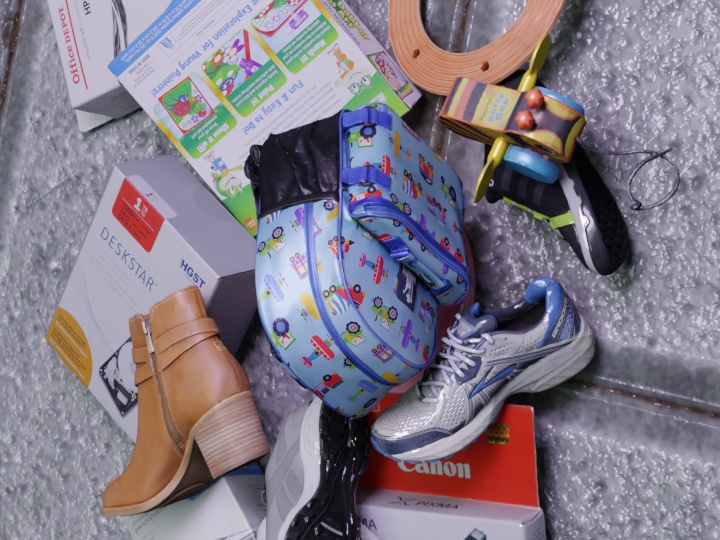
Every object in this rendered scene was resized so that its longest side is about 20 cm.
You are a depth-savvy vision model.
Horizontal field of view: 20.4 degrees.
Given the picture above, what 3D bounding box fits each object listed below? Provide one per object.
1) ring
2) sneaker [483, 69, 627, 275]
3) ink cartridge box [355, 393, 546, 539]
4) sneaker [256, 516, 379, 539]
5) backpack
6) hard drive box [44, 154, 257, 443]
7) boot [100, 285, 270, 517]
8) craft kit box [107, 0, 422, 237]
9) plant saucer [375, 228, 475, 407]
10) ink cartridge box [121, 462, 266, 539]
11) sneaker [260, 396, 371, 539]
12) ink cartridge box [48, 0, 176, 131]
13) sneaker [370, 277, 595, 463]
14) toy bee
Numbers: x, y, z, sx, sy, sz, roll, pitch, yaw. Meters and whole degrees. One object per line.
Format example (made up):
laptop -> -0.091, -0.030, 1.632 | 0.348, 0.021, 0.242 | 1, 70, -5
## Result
ring -> 0.101, -0.237, 1.641 | 0.199, 0.019, 0.202 | -19, 62, 38
sneaker -> 0.143, -0.067, 1.598 | 0.083, 0.072, 0.201 | -36, 58, 20
ink cartridge box -> 0.053, 0.192, 1.618 | 0.198, 0.043, 0.175 | 3, 107, 32
sneaker -> -0.012, 0.255, 1.599 | 0.199, 0.088, 0.076 | 26, 118, 24
backpack -> 0.000, 0.000, 1.528 | 0.134, 0.183, 0.202 | -20, 48, 26
hard drive box -> -0.178, 0.027, 1.753 | 0.156, 0.076, 0.201 | 44, 125, 27
boot -> -0.167, 0.113, 1.672 | 0.199, 0.073, 0.156 | -29, 81, 34
craft kit box -> -0.082, -0.161, 1.700 | 0.199, 0.049, 0.198 | -36, 95, 29
plant saucer -> 0.014, 0.014, 1.681 | 0.199, 0.051, 0.203 | -3, 85, 32
ink cartridge box -> -0.111, 0.261, 1.727 | 0.116, 0.068, 0.201 | -40, 67, 23
sneaker -> -0.045, 0.191, 1.595 | 0.079, 0.074, 0.202 | -23, 41, 39
ink cartridge box -> -0.211, -0.216, 1.821 | 0.199, 0.068, 0.117 | -23, 74, 29
sneaker -> 0.085, 0.070, 1.561 | 0.199, 0.086, 0.077 | -33, 36, -13
toy bee -> 0.132, -0.118, 1.511 | 0.198, 0.108, 0.132 | -3, 70, 32
